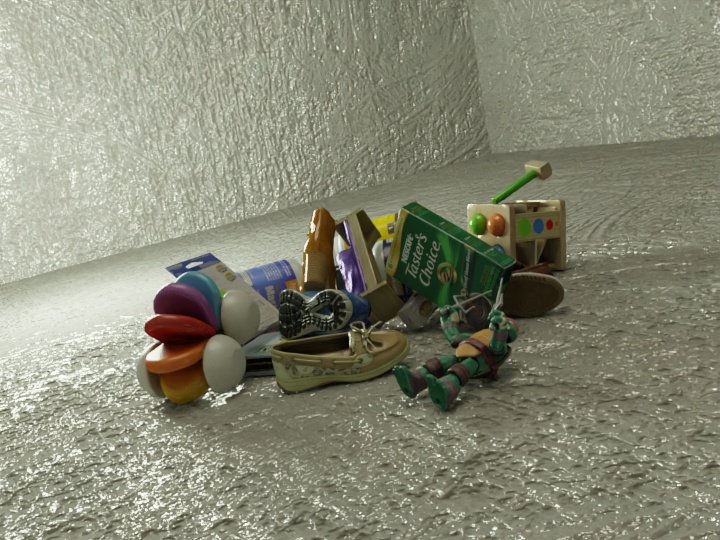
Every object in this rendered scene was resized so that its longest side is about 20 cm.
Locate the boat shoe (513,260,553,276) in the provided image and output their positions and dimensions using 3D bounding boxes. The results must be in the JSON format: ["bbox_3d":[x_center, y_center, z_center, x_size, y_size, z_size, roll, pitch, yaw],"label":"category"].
[{"bbox_3d":[0.255,0.011,1.417,0.071,0.069,0.198,-18,13,-31],"label":"boat shoe"}]

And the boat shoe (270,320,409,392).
[{"bbox_3d":[-0.028,0.116,1.167,0.195,0.064,0.074,-15,27,-3],"label":"boat shoe"}]

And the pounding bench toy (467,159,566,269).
[{"bbox_3d":[0.280,-0.100,1.538,0.153,0.206,0.123,-6,7,-30],"label":"pounding bench toy"}]

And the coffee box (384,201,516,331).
[{"bbox_3d":[0.133,-0.006,1.282,0.198,0.125,0.044,34,36,26],"label":"coffee box"}]

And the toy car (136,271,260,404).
[{"bbox_3d":[-0.257,0.088,1.246,0.171,0.151,0.203,-9,43,22],"label":"toy car"}]

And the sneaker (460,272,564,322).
[{"bbox_3d":[0.236,0.029,1.341,0.196,0.073,0.112,-9,14,25],"label":"sneaker"}]

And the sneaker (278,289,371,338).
[{"bbox_3d":[-0.059,0.068,1.308,0.088,0.081,0.198,5,-4,-41],"label":"sneaker"}]

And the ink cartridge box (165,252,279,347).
[{"bbox_3d":[-0.237,0.052,1.437,0.199,0.042,0.119,41,34,18],"label":"ink cartridge box"}]

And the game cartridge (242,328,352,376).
[{"bbox_3d":[-0.102,0.125,1.310,0.196,0.042,0.133,-6,8,24],"label":"game cartridge"}]

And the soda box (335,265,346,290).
[{"bbox_3d":[0.049,0.011,1.620,0.195,0.073,0.063,-10,8,4],"label":"soda box"}]

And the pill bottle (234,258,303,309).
[{"bbox_3d":[-0.161,0.042,1.580,0.196,0.115,0.112,-16,12,-22],"label":"pill bottle"}]

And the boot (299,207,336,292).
[{"bbox_3d":[-0.065,-0.003,1.423,0.069,0.147,0.202,6,-29,3],"label":"boot"}]

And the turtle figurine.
[{"bbox_3d":[0.142,0.093,1.051,0.199,0.102,0.149,-36,7,-29],"label":"turtle figurine"}]

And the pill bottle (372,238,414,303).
[{"bbox_3d":[0.078,-0.001,1.524,0.195,0.123,0.120,-11,11,6],"label":"pill bottle"}]

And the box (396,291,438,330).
[{"bbox_3d":[0.132,0.022,1.390,0.200,0.042,0.038,-45,9,-38],"label":"box"}]

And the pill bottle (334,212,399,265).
[{"bbox_3d":[0.022,-0.054,1.849,0.196,0.112,0.109,-15,10,15],"label":"pill bottle"}]

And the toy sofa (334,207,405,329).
[{"bbox_3d":[0.000,0.000,1.415,0.096,0.083,0.202,-28,45,12],"label":"toy sofa"}]
